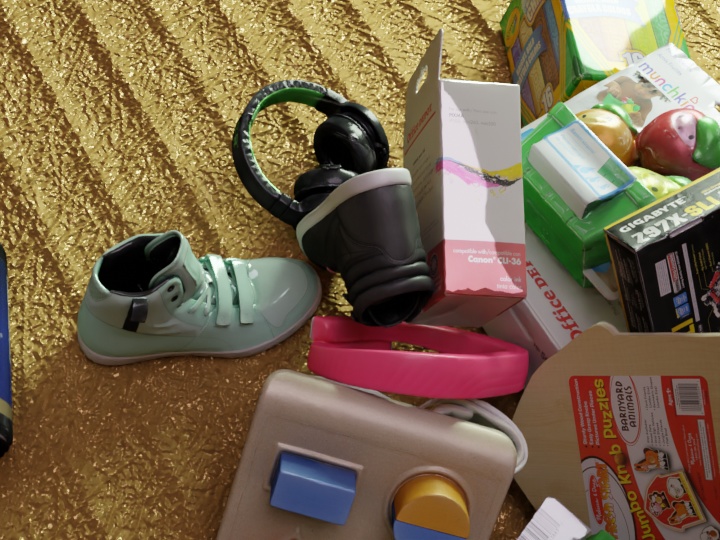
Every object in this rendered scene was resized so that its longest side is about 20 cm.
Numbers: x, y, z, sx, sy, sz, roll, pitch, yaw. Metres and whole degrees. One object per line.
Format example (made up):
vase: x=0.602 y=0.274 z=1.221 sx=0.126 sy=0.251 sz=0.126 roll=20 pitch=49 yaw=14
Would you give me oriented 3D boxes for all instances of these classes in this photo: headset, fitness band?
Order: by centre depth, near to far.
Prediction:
fitness band: x=0.044 y=0.065 z=0.849 sx=0.142 sy=0.199 sz=0.038 roll=12 pitch=95 yaw=30
headset: x=-0.009 y=-0.086 z=0.948 sx=0.198 sy=0.094 sz=0.125 roll=29 pitch=59 yaw=-14

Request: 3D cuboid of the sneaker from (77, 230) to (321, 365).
sneaker: x=-0.111 y=0.014 z=0.855 sx=0.197 sy=0.119 sz=0.075 roll=-12 pitch=65 yaw=-22

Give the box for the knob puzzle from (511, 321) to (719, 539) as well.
knob puzzle: x=0.193 y=0.134 z=0.826 sx=0.030 sy=0.220 sz=0.221 roll=-18 pitch=67 yaw=-48

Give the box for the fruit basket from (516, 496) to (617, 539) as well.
fruit basket: x=0.143 y=0.289 z=0.770 sx=0.184 sy=0.094 sz=0.201 roll=37 pitch=76 yaw=10

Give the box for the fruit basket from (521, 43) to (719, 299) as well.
fruit basket: x=0.221 y=-0.088 z=0.892 sx=0.198 sy=0.094 sz=0.186 roll=-32 pitch=54 yaw=-5

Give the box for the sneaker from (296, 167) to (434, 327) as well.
sneaker: x=0.000 y=0.000 z=0.858 sx=0.069 sy=0.200 sz=0.101 roll=-8 pitch=80 yaw=-16

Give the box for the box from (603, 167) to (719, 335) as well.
box: x=0.274 y=0.027 z=0.837 sx=0.158 sy=0.202 sz=0.049 roll=-26 pitch=28 yaw=-8

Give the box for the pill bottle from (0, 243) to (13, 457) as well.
pill bottle: x=-0.302 y=0.032 z=0.795 sx=0.110 sy=0.112 sz=0.203 roll=-3 pitch=65 yaw=-17

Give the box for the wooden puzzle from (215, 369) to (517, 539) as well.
wooden puzzle: x=-0.005 y=0.188 z=0.777 sx=0.182 sy=0.046 sz=0.203 roll=16 pitch=102 yaw=-7

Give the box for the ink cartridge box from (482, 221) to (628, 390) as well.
ink cartridge box: x=0.207 y=0.023 z=0.943 sx=0.197 sy=0.085 sz=0.147 roll=-17 pitch=53 yaw=-21

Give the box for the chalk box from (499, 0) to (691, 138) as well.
chalk box: x=0.214 y=-0.224 z=1.065 sx=0.122 sy=0.124 sz=0.203 roll=-1 pitch=64 yaw=-16

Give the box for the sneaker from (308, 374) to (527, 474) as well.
sneaker: x=0.027 y=0.112 z=0.846 sx=0.197 sy=0.116 sz=0.075 roll=19 pitch=62 yaw=-5

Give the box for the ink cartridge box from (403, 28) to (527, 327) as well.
ink cartridge box: x=0.076 y=-0.067 z=0.868 sx=0.066 sy=0.116 sz=0.204 roll=3 pitch=77 yaw=-12
